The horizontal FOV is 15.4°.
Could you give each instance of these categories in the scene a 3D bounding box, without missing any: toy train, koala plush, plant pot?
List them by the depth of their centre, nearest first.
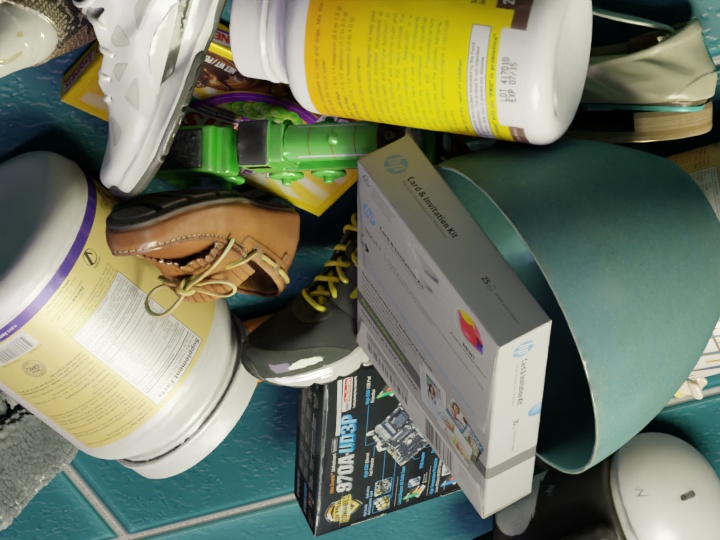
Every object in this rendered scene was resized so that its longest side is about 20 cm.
[{"bbox_3d":[0.141,0.001,1.587,0.134,0.200,0.201,-26,143,-16],"label":"plant pot"},{"bbox_3d":[-0.043,-0.075,1.631,0.199,0.042,0.056,-3,172,23],"label":"toy train"},{"bbox_3d":[-0.335,0.127,1.858,0.177,0.184,0.200,48,148,-21],"label":"koala plush"}]

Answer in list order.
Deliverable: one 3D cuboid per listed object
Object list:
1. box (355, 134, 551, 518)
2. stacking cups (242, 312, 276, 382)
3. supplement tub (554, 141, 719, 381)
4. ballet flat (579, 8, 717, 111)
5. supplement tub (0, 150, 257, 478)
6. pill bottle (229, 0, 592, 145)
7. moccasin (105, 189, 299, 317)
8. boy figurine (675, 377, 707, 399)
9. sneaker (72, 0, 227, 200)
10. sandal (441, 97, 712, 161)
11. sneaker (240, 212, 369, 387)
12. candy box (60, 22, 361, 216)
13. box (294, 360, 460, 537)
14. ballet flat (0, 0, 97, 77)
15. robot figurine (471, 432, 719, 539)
[{"bbox_3d":[0.052,0.036,1.604,0.041,0.156,0.200,-27,150,-16],"label":"box"},{"bbox_3d":[-0.102,0.059,1.863,0.199,0.061,0.061,-19,138,12],"label":"stacking cups"},{"bbox_3d":[0.202,0.000,1.726,0.199,0.145,0.145,-16,138,17],"label":"supplement tub"},{"bbox_3d":[0.119,-0.129,1.641,0.199,0.070,0.070,-3,140,1],"label":"ballet flat"},{"bbox_3d":[-0.175,0.033,1.739,0.145,0.146,0.200,-29,127,29],"label":"supplement tub"},{"bbox_3d":[0.029,-0.139,1.559,0.199,0.110,0.109,9,143,17],"label":"pill bottle"},{"bbox_3d":[-0.099,-0.010,1.668,0.073,0.078,0.201,-2,176,18],"label":"moccasin"},{"bbox_3d":[0.232,0.056,1.819,0.199,0.124,0.065,-9,112,27],"label":"boy figurine"},{"bbox_3d":[-0.145,-0.147,1.576,0.115,0.076,0.201,20,111,-5],"label":"sneaker"},{"bbox_3d":[0.118,-0.070,1.679,0.211,0.078,0.070,-4,110,-3],"label":"sandal"},{"bbox_3d":[0.000,0.000,1.746,0.200,0.074,0.085,-32,128,-19],"label":"sneaker"},{"bbox_3d":[-0.079,-0.104,1.685,0.199,0.027,0.102,23,138,-27],"label":"candy box"},{"bbox_3d":[0.035,0.094,1.870,0.158,0.046,0.200,-17,144,-16],"label":"box"},{"bbox_3d":[-0.244,-0.152,1.582,0.199,0.076,0.068,16,136,-21],"label":"ballet flat"},{"bbox_3d":[0.179,0.200,1.980,0.199,0.151,0.125,-26,122,27],"label":"robot figurine"}]
